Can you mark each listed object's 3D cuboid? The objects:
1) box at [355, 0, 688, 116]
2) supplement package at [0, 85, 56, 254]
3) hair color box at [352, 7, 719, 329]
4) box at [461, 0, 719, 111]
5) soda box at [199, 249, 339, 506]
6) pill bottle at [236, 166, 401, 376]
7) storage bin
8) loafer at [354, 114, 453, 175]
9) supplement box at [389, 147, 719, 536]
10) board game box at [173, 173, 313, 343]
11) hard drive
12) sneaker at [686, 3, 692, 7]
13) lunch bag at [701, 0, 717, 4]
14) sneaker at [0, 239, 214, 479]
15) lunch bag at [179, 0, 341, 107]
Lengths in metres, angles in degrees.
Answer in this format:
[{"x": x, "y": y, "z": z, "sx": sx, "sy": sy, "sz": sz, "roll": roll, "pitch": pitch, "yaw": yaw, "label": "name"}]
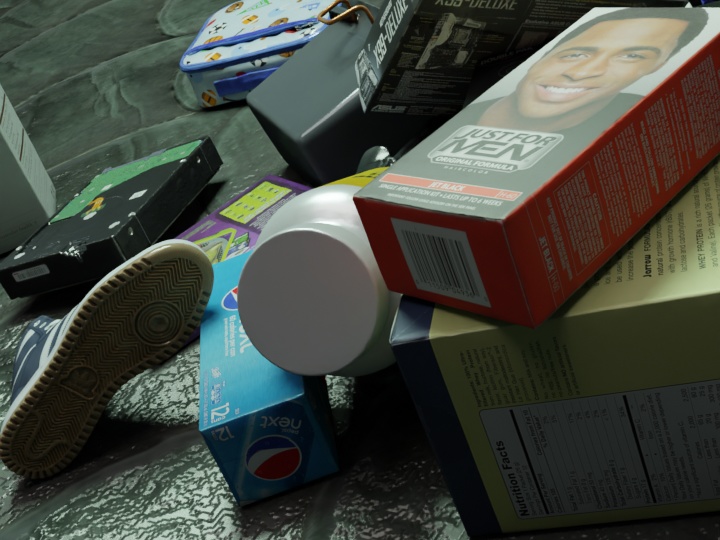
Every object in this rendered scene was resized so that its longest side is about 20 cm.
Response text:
[{"x": 0.112, "y": -0.173, "z": 0.861, "sx": 0.199, "sy": 0.158, "sz": 0.050, "roll": 0, "pitch": 64, "yaw": -17, "label": "box"}, {"x": -0.394, "y": -0.119, "z": 1.147, "sx": 0.117, "sy": 0.200, "sz": 0.117, "roll": -23, "pitch": 29, "yaw": -2, "label": "supplement package"}, {"x": 0.103, "y": -0.060, "z": 0.579, "sx": 0.200, "sy": 0.061, "sz": 0.101, "roll": -39, "pitch": 33, "yaw": -30, "label": "hair color box"}, {"x": 0.178, "y": -0.079, "z": 0.775, "sx": 0.199, "sy": 0.125, "sz": 0.149, "roll": -11, "pitch": 31, "yaw": 21, "label": "box"}, {"x": -0.063, "y": 0.059, "z": 0.768, "sx": 0.068, "sy": 0.064, "sz": 0.200, "roll": -20, "pitch": 30, "yaw": 4, "label": "soda box"}, {"x": 0.000, "y": 0.000, "z": 0.709, "sx": 0.112, "sy": 0.112, "sz": 0.200, "roll": -11, "pitch": 7, "yaw": 18, "label": "pill bottle"}, {"x": -0.013, "y": -0.147, "z": 1.018, "sx": 0.134, "sy": 0.146, "sz": 0.200, "roll": -37, "pitch": 31, "yaw": -6, "label": "storage bin"}, {"x": 0.021, "y": -0.058, "z": 0.887, "sx": 0.070, "sy": 0.068, "sz": 0.200, "roll": 42, "pitch": 57, "yaw": 16, "label": "loafer"}, {"x": 0.142, "y": 0.017, "z": 0.628, "sx": 0.199, "sy": 0.135, "sz": 0.200, "roll": -11, "pitch": 31, "yaw": 19, "label": "supplement box"}, {"x": -0.115, "y": -0.008, "z": 0.952, "sx": 0.200, "sy": 0.032, "sz": 0.120, "roll": -36, "pitch": 28, "yaw": -22, "label": "board game box"}, {"x": -0.223, "y": -0.050, "z": 1.062, "sx": 0.139, "sy": 0.038, "sz": 0.200, "roll": -14, "pitch": 26, "yaw": 26, "label": "hard drive"}, {"x": 0.237, "y": -0.157, "z": 0.921, "sx": 0.086, "sy": 0.075, "sz": 0.200, "roll": -23, "pitch": 28, "yaw": 11, "label": "sneaker"}, {"x": 0.409, "y": -0.304, "z": 1.001, "sx": 0.199, "sy": 0.124, "sz": 0.170, "roll": 9, "pitch": 40, "yaw": 26, "label": "lunch bag"}, {"x": -0.180, "y": 0.042, "z": 0.816, "sx": 0.200, "sy": 0.070, "sz": 0.109, "roll": -48, "pitch": 23, "yaw": 11, "label": "sneaker"}, {"x": -0.094, "y": -0.251, "z": 1.297, "sx": 0.199, "sy": 0.076, "sz": 0.160, "roll": -9, "pitch": 34, "yaw": 24, "label": "lunch bag"}]
